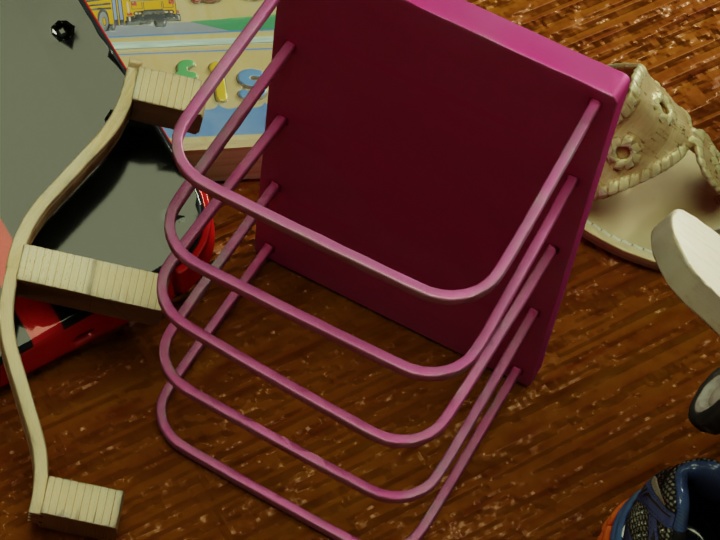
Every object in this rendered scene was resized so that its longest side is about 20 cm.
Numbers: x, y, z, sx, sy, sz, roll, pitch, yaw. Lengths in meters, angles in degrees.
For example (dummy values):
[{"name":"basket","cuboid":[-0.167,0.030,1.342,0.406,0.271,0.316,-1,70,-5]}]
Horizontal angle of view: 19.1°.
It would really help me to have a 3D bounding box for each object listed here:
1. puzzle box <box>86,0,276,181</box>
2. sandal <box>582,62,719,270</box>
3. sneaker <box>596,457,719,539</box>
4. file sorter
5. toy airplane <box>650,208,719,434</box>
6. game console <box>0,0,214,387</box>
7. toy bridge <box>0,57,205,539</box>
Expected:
[{"name":"puzzle box","cuboid":[-0.101,-0.099,0.995,0.198,0.026,0.134,-4,54,-11]},{"name":"sandal","cuboid":[0.106,-0.065,0.973,0.210,0.070,0.078,22,54,8]},{"name":"sneaker","cuboid":[0.162,0.155,0.815,0.075,0.079,0.200,-28,62,-25]},{"name":"file sorter","cuboid":[0.000,0.000,0.831,0.138,0.201,0.126,26,57,11]},{"name":"toy airplane","cuboid":[0.204,0.056,0.761,0.141,0.199,0.199,-49,61,14]},{"name":"game console","cuboid":[-0.175,-0.049,0.920,0.176,0.031,0.201,-28,75,-16]},{"name":"toy bridge","cuboid":[-0.112,0.005,0.876,0.067,0.027,0.202,12,72,-6]}]
